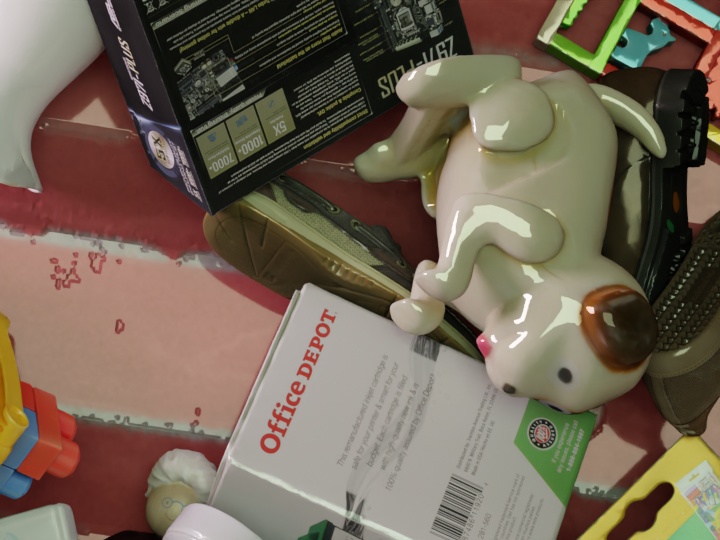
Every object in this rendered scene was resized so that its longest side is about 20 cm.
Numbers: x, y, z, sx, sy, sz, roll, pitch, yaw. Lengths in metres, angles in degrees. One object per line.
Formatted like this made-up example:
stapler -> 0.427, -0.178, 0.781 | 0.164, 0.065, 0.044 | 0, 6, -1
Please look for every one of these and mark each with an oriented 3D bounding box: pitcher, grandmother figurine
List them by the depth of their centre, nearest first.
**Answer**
grandmother figurine -> -0.129, 0.205, 1.680 | 0.121, 0.061, 0.201 | 20, 83, -11
pitcher -> -0.225, -0.172, 1.702 | 0.171, 0.121, 0.201 | 27, 92, 7

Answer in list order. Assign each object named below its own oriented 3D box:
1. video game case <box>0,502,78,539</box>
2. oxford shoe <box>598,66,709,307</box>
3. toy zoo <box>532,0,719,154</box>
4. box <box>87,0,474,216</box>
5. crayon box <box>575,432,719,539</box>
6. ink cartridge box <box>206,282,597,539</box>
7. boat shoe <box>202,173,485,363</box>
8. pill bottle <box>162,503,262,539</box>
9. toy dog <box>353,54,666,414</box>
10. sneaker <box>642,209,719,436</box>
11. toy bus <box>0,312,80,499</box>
video game case -> -0.236, 0.256, 1.648 | 0.181, 0.024, 0.201 | -16, 78, 9
oxford shoe -> 0.163, -0.027, 1.745 | 0.084, 0.073, 0.201 | 7, 85, 23
toy zoo -> 0.226, -0.151, 1.783 | 0.199, 0.020, 0.132 | 31, 80, 0
box -> -0.050, -0.159, 1.672 | 0.199, 0.086, 0.164 | -32, 127, -17
crayon box -> 0.224, 0.212, 1.714 | 0.126, 0.052, 0.200 | -42, 88, -10
ink cartridge box -> 0.022, 0.118, 1.667 | 0.199, 0.084, 0.147 | 25, 52, 0
boat shoe -> -0.001, 0.000, 1.714 | 0.200, 0.072, 0.066 | 33, 50, -10
pill bottle -> -0.125, 0.233, 1.574 | 0.112, 0.112, 0.200 | 38, 66, 1
toy dog -> 0.103, -0.010, 1.658 | 0.193, 0.140, 0.201 | -6, 67, -29
sneaker -> 0.235, 0.020, 1.731 | 0.200, 0.070, 0.076 | -43, 129, -33
toy bus -> -0.259, 0.060, 1.646 | 0.191, 0.200, 0.136 | 24, 116, -29
